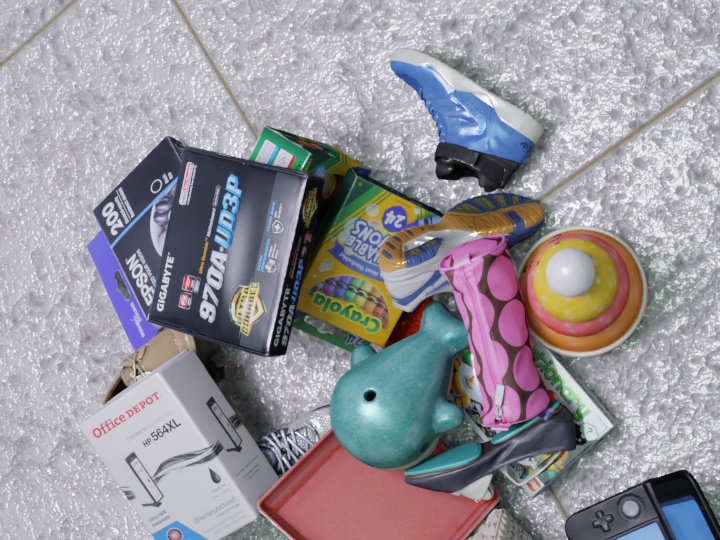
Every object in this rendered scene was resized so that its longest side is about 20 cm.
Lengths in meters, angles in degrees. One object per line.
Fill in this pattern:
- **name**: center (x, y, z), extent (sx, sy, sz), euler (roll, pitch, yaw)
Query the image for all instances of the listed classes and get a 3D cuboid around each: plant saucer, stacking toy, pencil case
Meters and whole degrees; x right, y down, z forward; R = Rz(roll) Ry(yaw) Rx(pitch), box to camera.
- **plant saucer**: center (0.021, 0.264, 1.462), extent (0.200, 0.037, 0.200), euler (38, 65, 19)
- **stacking toy**: center (0.226, 0.009, 1.359), extent (0.146, 0.200, 0.147), euler (-2, 80, 11)
- **pencil case**: center (0.141, 0.067, 1.387), extent (0.091, 0.094, 0.201), euler (-11, 100, 37)

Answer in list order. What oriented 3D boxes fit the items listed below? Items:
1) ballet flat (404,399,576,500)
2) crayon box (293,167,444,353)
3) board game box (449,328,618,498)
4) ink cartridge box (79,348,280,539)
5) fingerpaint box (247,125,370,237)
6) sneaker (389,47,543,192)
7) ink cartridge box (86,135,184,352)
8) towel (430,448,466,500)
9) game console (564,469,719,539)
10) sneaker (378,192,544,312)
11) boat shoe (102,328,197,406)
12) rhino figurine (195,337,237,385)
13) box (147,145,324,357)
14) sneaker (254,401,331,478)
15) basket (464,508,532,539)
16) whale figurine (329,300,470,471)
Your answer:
- **ballet flat**: center (0.146, 0.211, 1.425), extent (0.199, 0.073, 0.073), euler (-26, 80, 10)
- **crayon box**: center (0.000, 0.000, 1.503), extent (0.125, 0.052, 0.200), euler (24, 101, -17)
- **board game box**: center (0.178, 0.138, 1.471), extent (0.126, 0.035, 0.200), euler (-44, 74, 15)
- **ink cartridge box**: center (-0.207, 0.215, 1.503), extent (0.146, 0.084, 0.200), euler (-34, 92, 28)
- **fingerpaint box**: center (-0.090, -0.053, 1.511), extent (0.073, 0.167, 0.200), euler (32, 100, 22)
- **sneaker**: center (0.097, -0.166, 1.485), extent (0.200, 0.077, 0.111), euler (33, 91, 12)
- **ink cartridge box**: center (-0.259, -0.033, 1.612), extent (0.200, 0.043, 0.198), euler (-45, 54, 16)
- **towel**: center (0.059, 0.303, 1.519), extent (0.146, 0.030, 0.201), euler (2, 90, 21)
- **game console**: center (0.319, 0.327, 1.368), extent (0.176, 0.116, 0.201), euler (-28, 79, 19)
- **sneaker**: center (0.116, -0.021, 1.469), extent (0.199, 0.088, 0.075), euler (-20, 37, -10)
- **boat shoe**: center (-0.256, 0.128, 1.578), extent (0.200, 0.064, 0.071), euler (-51, 55, 45)
- **rhino figurine**: center (-0.197, 0.055, 1.606), extent (0.087, 0.060, 0.201), euler (1, 88, 45)
- **box**: center (-0.136, -0.022, 1.414), extent (0.158, 0.046, 0.201), euler (15, 95, 24)
- **sneaker**: center (-0.090, 0.221, 1.550), extent (0.200, 0.085, 0.077), euler (-33, 78, 18)
- **basket**: center (0.129, 0.392, 1.381), extent (0.198, 0.200, 0.161), euler (-43, 90, 15)
- **whale figurine**: center (0.048, 0.122, 1.442), extent (0.159, 0.104, 0.200), euler (34, 84, 29)
